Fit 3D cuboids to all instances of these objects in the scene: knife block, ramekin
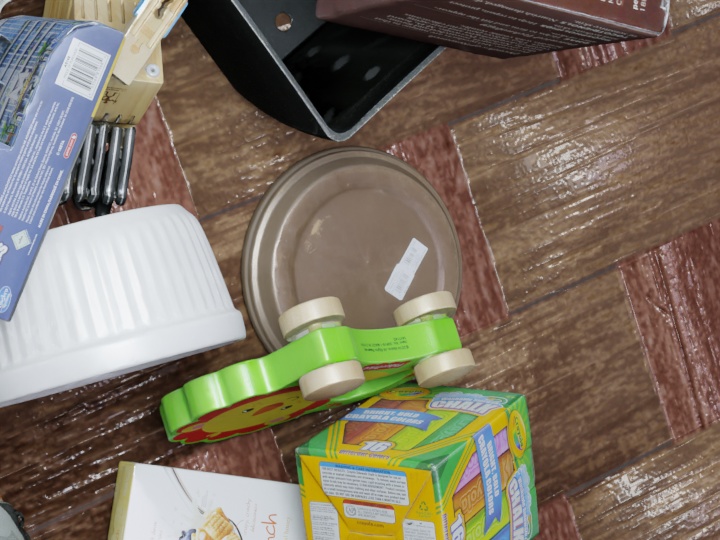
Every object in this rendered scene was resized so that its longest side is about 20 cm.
[{"bbox_3d":[-0.201,-0.137,1.452,0.064,0.176,0.200,5,63,-25],"label":"knife block"},{"bbox_3d":[-0.189,0.024,1.416,0.200,0.200,0.105,-15,88,-27],"label":"ramekin"}]

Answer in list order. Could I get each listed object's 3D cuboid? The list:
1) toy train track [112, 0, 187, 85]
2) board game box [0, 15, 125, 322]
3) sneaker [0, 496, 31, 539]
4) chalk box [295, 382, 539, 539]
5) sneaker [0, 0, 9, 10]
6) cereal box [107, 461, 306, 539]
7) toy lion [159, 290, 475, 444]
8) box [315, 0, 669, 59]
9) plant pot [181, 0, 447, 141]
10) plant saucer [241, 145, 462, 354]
[{"bbox_3d":[-0.114,-0.213,1.349,0.115,0.033,0.200,38,80,-29],"label":"toy train track"},{"bbox_3d":[-0.254,-0.082,1.347,0.062,0.200,0.200,24,86,-30],"label":"board game box"},{"bbox_3d":[-0.257,0.207,1.449,0.200,0.074,0.079,41,67,-22],"label":"sneaker"},{"bbox_3d":[0.057,0.163,1.555,0.200,0.125,0.124,-32,120,-55],"label":"chalk box"},{"bbox_3d":[-0.280,-0.214,1.399,0.076,0.115,0.201,29,65,16],"label":"sneaker"},{"bbox_3d":[-0.099,0.229,1.548,0.200,0.040,0.144,10,84,-28],"label":"cereal box"},{"bbox_3d":[-0.043,0.083,1.505,0.200,0.192,0.069,-3,69,-47],"label":"toy lion"},{"bbox_3d":[0.093,-0.243,1.358,0.164,0.200,0.166,9,87,-28],"label":"box"},{"bbox_3d":[-0.045,-0.226,1.497,0.200,0.177,0.200,-44,109,-21],"label":"plant pot"},{"bbox_3d":[0.000,0.000,1.607,0.200,0.029,0.200,0,89,-28],"label":"plant saucer"}]
